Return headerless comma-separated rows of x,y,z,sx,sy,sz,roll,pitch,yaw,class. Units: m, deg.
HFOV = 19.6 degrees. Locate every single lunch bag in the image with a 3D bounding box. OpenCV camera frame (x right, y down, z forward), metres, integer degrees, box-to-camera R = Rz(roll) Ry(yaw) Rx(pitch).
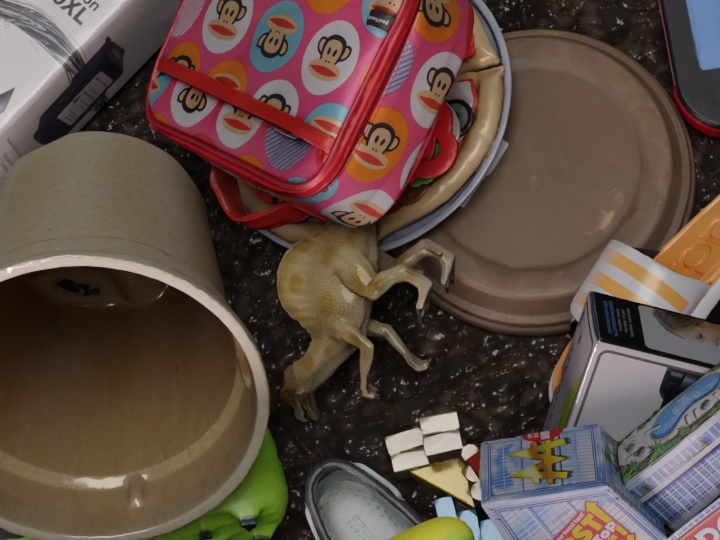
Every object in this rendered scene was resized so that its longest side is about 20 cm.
-0.038,-0.110,1.229,0.200,0.082,0.177,27,92,47,lunch bag

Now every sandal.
0.173,-0.003,1.215,0.207,0.059,0.079,-47,30,-11,sandal

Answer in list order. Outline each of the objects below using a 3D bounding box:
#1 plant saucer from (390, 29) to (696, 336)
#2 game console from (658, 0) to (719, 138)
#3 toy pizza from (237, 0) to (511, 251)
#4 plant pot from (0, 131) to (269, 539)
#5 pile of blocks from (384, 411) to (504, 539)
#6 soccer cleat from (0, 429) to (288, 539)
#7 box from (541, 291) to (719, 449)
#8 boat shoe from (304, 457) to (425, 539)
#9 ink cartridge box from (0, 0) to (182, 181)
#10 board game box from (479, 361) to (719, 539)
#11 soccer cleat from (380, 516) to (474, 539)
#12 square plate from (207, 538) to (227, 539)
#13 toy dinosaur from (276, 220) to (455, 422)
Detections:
0.107,-0.059,1.285,0.199,0.029,0.201,-2,73,8,plant saucer
0.270,-0.184,1.300,0.176,0.031,0.201,-9,72,4,game console
-0.004,-0.106,1.291,0.199,0.032,0.202,-7,70,20,toy pizza
-0.154,0.021,1.198,0.199,0.201,0.184,-12,36,4,plant pot
0.097,0.145,1.203,0.199,0.062,0.082,22,76,15,pile of blocks
-0.141,0.138,1.244,0.199,0.068,0.081,-10,55,2,soccer cleat
0.204,0.096,1.147,0.199,0.060,0.117,15,117,-5,box
0.034,0.191,1.197,0.076,0.060,0.200,-44,72,-6,boat shoe
-0.231,-0.151,1.331,0.145,0.084,0.200,41,82,17,ink cartridge box
0.168,0.138,1.102,0.200,0.062,0.200,41,112,-18,board game box
-0.012,0.184,1.154,0.200,0.065,0.084,-48,67,38,soccer cleat
-0.151,0.185,1.152,0.197,0.200,0.029,-12,76,4,square plate
0.000,0.000,1.229,0.101,0.058,0.201,14,96,17,toy dinosaur
